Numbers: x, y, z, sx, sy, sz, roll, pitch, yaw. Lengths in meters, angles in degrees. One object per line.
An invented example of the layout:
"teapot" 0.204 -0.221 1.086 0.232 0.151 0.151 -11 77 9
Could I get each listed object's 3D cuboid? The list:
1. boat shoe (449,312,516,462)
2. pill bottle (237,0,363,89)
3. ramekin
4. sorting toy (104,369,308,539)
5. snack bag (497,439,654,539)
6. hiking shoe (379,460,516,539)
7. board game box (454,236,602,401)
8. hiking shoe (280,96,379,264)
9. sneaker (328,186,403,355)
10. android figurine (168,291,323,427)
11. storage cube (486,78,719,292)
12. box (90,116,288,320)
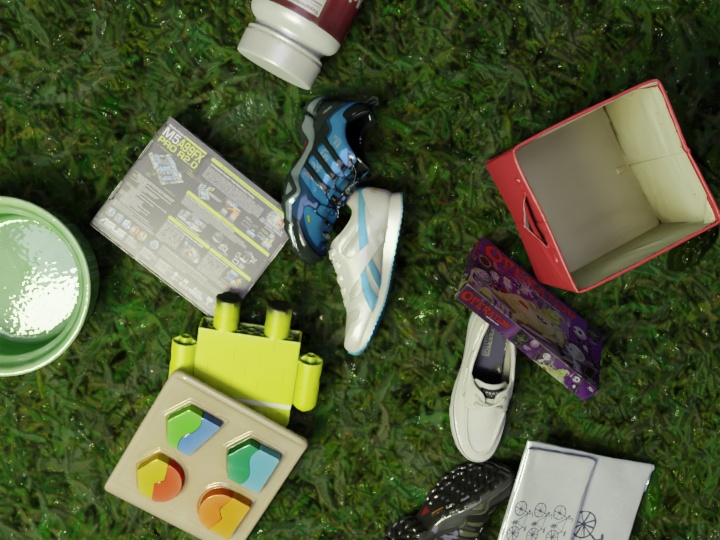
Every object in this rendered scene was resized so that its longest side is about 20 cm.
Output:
"boat shoe" 0.156 0.141 1.073 0.071 0.066 0.202 11 94 -4
"pill bottle" -0.054 -0.318 0.996 0.113 0.114 0.201 27 94 -5
"ramekin" -0.401 0.014 1.014 0.198 0.098 0.202 0 95 -3
"sorting toy" -0.186 0.237 1.045 0.184 0.037 0.201 30 109 -11
"snack bag" 0.266 0.318 1.095 0.198 0.021 0.191 14 95 -20
"hiking shoe" 0.118 0.321 1.094 0.199 0.076 0.101 -35 119 -5
"board game box" 0.205 0.055 1.045 0.199 0.120 0.032 38 119 -6
"hiking shoe" -0.035 -0.107 1.005 0.086 0.074 0.202 3 81 29
"sneaker" 0.000 0.000 1.053 0.080 0.077 0.202 10 88 3
"android figurine" -0.138 0.127 1.045 0.180 0.041 0.202 10 111 -5
"storage cube" 0.263 -0.092 0.998 0.199 0.180 0.172 -26 93 0
"box" -0.194 -0.058 1.047 0.199 0.044 0.161 37 91 -6
